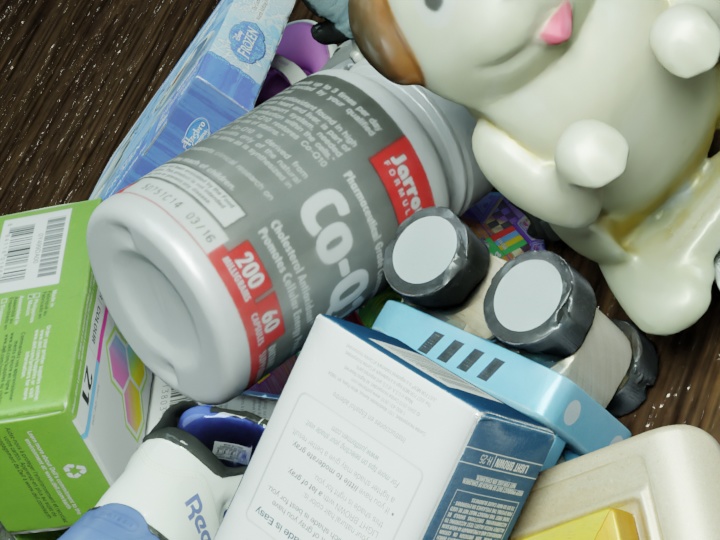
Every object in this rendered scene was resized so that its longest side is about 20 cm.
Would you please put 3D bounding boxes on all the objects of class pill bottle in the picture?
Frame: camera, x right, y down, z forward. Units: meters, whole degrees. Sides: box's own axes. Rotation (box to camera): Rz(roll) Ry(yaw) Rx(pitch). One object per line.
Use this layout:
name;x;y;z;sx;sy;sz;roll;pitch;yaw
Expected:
pill bottle;-0.028;-0.031;0.845;0.200;0.115;0.114;-35;29;-29

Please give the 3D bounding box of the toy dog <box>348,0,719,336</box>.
toy dog;0.092;-0.101;0.742;0.140;0.200;0.194;-45;40;13

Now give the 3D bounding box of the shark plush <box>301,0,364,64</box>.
shark plush;0.037;-0.144;0.958;0.084;0.199;0.091;-66;27;16

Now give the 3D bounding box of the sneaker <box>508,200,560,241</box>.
sneaker;0.114;-0.101;0.923;0.111;0.077;0.201;-20;49;17

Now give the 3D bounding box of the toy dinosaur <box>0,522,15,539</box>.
toy dinosaur;-0.221;0.181;1.019;0.088;0.047;0.201;-5;56;34

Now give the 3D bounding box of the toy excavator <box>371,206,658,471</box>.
toy excavator;0.065;0.098;0.778;0.194;0.100;0.201;24;82;40

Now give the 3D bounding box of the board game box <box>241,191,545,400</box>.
board game box;0.000;0.000;0.924;0.199;0.039;0.159;5;53;29

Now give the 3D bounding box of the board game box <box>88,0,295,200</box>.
board game box;-0.119;-0.086;1.077;0.200;0.043;0.199;-50;14;30

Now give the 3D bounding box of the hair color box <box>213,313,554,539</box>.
hair color box;-0.010;0.132;0.697;0.100;0.060;0.201;29;96;41

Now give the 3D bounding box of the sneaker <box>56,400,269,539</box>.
sneaker;-0.070;0.131;0.797;0.080;0.200;0.116;21;65;21

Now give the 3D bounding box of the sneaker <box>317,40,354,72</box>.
sneaker;0.022;-0.128;1.060;0.200;0.075;0.082;-38;27;-6

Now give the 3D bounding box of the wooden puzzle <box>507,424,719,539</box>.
wooden puzzle;0.069;0.175;0.675;0.199;0.037;0.186;-23;63;29

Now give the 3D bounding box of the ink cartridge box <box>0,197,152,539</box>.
ink cartridge box;-0.152;0.083;0.938;0.075;0.201;0.149;-9;47;11

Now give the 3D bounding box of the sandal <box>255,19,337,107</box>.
sandal;-0.057;-0.108;1.123;0.082;0.050;0.204;-25;41;26

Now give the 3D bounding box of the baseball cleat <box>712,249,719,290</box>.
baseball cleat;0.208;-0.039;0.778;0.106;0.070;0.201;-21;42;28

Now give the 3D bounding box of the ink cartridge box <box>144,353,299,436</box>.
ink cartridge box;-0.032;0.029;0.973;0.175;0.045;0.201;-12;46;14
